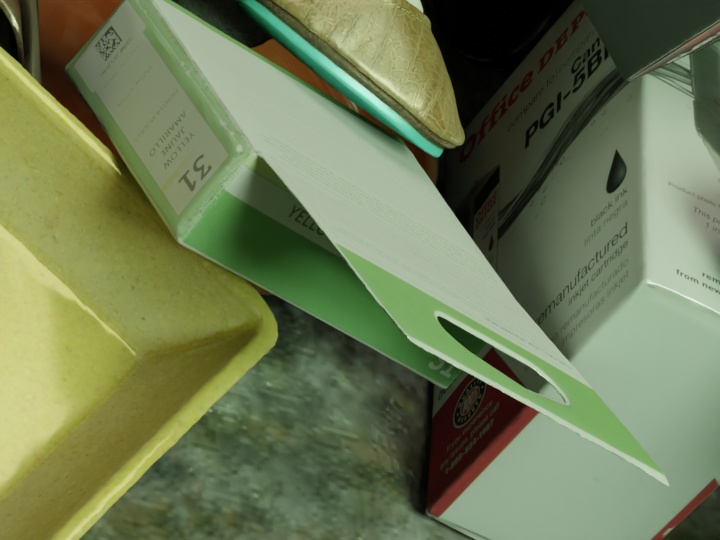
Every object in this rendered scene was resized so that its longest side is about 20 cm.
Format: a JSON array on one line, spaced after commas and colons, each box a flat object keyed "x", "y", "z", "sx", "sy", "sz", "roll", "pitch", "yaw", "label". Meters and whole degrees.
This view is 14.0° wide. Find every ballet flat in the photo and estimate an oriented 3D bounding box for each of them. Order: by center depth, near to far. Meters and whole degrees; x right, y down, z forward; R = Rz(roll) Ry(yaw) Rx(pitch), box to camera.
[{"x": -0.035, "y": -0.120, "z": 1.034, "sx": 0.200, "sy": 0.072, "sz": 0.068, "roll": 32, "pitch": 1, "yaw": 2, "label": "ballet flat"}]

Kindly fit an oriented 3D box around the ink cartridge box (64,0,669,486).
[{"x": 0.000, "y": 0.000, "z": 0.960, "sx": 0.145, "sy": 0.048, "sz": 0.200, "roll": 29, "pitch": 19, "yaw": -44, "label": "ink cartridge box"}]

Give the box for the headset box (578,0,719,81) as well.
[{"x": 0.125, "y": -0.164, "z": 1.060, "sx": 0.200, "sy": 0.075, "sz": 0.149, "roll": -25, "pitch": 84, "yaw": -49, "label": "headset box"}]

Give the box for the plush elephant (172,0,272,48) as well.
[{"x": 0.000, "y": -0.195, "z": 1.124, "sx": 0.200, "sy": 0.164, "sz": 0.155, "roll": -73, "pitch": 150, "yaw": -64, "label": "plush elephant"}]

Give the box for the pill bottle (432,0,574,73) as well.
[{"x": 0.139, "y": -0.127, "z": 1.266, "sx": 0.200, "sy": 0.112, "sz": 0.112, "roll": 9, "pitch": 48, "yaw": -33, "label": "pill bottle"}]

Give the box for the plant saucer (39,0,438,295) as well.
[{"x": -0.063, "y": -0.070, "z": 1.114, "sx": 0.200, "sy": 0.032, "sz": 0.201, "roll": 22, "pitch": 41, "yaw": -20, "label": "plant saucer"}]

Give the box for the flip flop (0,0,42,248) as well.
[{"x": -0.153, "y": -0.089, "z": 1.018, "sx": 0.081, "sy": 0.058, "sz": 0.200, "roll": -16, "pitch": 59, "yaw": 3, "label": "flip flop"}]

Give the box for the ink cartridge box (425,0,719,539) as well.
[{"x": 0.097, "y": -0.007, "z": 1.087, "sx": 0.083, "sy": 0.147, "sz": 0.200, "roll": 25, "pitch": 40, "yaw": -19, "label": "ink cartridge box"}]

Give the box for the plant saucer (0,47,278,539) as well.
[{"x": -0.159, "y": 0.016, "z": 0.911, "sx": 0.200, "sy": 0.048, "sz": 0.200, "roll": 44, "pitch": 52, "yaw": 2, "label": "plant saucer"}]
